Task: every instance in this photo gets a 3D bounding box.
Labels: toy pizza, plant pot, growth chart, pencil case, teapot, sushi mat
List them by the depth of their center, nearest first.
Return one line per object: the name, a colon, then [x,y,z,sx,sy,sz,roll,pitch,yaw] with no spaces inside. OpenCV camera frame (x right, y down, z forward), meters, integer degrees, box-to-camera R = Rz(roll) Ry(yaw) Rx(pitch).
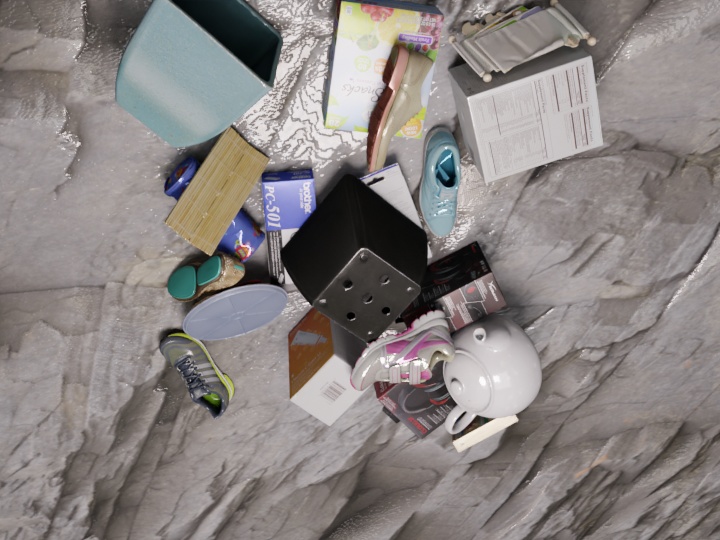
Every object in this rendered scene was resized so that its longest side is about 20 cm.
plant pot: [-0.255,-0.305,1.171,0.195,0.198,0.200,36,119,-23]
growth chart: [0.246,-0.365,1.223,0.196,0.146,0.018,-21,142,0]
sushi mat: [-0.234,-0.132,1.293,0.095,0.012,0.202,39,71,-28]
plant pot: [0.000,0.000,1.324,0.199,0.178,0.200,34,110,-26]
pencil case: [-0.252,-0.098,1.344,0.086,0.079,0.201,-28,119,23]
teapot: [0.215,0.186,1.398,0.145,0.196,0.204,-24,96,-34]
toy pizza: [-0.227,0.069,1.420,0.196,0.032,0.201,-18,157,-8]

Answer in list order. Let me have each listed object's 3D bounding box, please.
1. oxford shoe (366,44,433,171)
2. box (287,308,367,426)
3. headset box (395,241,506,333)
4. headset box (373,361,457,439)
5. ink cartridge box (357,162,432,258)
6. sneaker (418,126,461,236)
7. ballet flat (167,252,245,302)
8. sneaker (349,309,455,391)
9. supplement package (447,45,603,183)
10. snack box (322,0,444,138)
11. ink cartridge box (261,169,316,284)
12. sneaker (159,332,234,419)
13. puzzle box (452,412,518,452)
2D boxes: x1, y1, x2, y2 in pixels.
oxford shoe: [0.059,-0.244,1.228,0.072,0.071,0.203,10,119,-17]
box: [-0.059,0.159,1.438,0.097,0.201,0.125,36,110,-23]
headset box: [0.151,0.047,1.428,0.197,0.149,0.076,-27,112,9]
headset box: [0.131,0.231,1.564,0.199,0.075,0.149,-39,117,14]
ink cartridge box: [0.053,-0.096,1.404,0.098,0.039,0.203,-20,121,5]
sneaker: [0.139,-0.140,1.363,0.072,0.082,0.204,-8,120,-1]
ballet flat: [-0.268,0.018,1.377,0.064,0.072,0.198,12,164,-39]
sneaker: [0.075,0.150,1.305,0.198,0.089,0.082,-30,153,-6]
supplement package: [0.264,-0.265,1.267,0.196,0.153,0.153,-17,121,3]
snack box: [0.033,-0.324,1.257,0.165,0.068,0.203,4,120,-10]
ink cartridge box: [-0.123,-0.075,1.390,0.092,0.044,0.204,-5,119,-6]
sneaker: [-0.311,0.201,1.501,0.073,0.081,0.201,-33,118,12]
puzzle box: [0.242,0.280,1.546,0.132,0.200,0.026,-31,96,10]
